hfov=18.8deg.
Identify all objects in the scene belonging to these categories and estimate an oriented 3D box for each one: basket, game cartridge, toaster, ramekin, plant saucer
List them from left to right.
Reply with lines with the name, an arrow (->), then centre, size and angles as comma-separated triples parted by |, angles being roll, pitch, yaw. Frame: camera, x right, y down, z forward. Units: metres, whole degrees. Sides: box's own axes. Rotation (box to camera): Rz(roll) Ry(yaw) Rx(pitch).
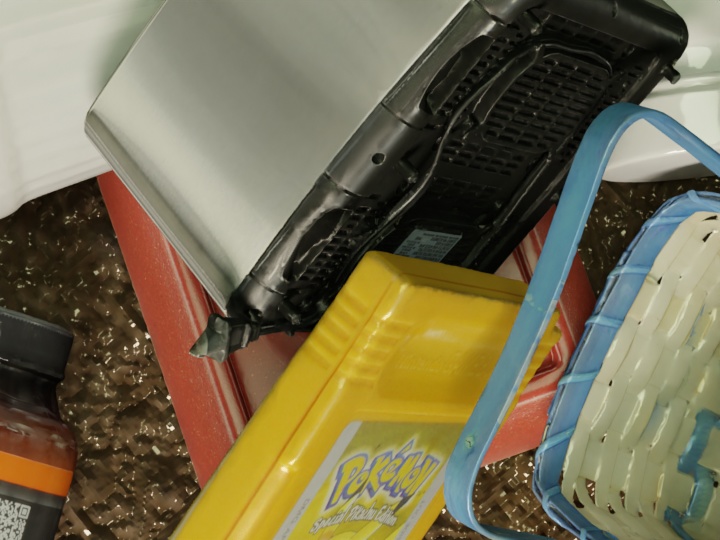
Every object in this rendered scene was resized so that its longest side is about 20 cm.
ramekin -> -0.138, -0.129, 0.906 | 0.097, 0.200, 0.202 | -15, 85, -12
game cartridge -> -0.006, 0.087, 0.872 | 0.032, 0.176, 0.201 | 40, 103, 23
plant saucer -> 0.000, 0.000, 0.975 | 0.198, 0.037, 0.201 | -19, 84, -4
toaster -> 0.009, -0.068, 0.845 | 0.119, 0.200, 0.181 | 46, 109, 21
basket -> 0.135, 0.042, 0.893 | 0.199, 0.139, 0.177 | 22, 92, -35

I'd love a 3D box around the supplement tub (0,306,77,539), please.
supplement tub -> -0.183, 0.112, 0.921 | 0.106, 0.107, 0.202 | 17, 83, 0

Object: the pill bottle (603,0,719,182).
pill bottle -> 0.137, -0.145, 0.953 | 0.119, 0.120, 0.202 | -6, 85, -3
